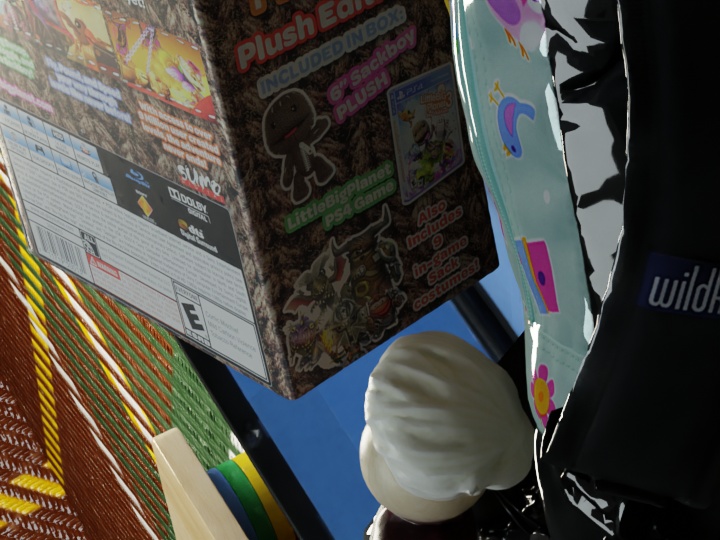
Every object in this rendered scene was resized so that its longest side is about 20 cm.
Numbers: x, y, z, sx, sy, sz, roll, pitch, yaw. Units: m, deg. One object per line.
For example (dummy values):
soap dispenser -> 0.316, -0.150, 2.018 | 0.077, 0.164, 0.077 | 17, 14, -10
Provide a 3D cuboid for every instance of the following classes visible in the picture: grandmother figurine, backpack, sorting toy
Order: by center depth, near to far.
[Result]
backpack -> 0.082, -0.051, 0.505 | 0.127, 0.167, 0.200 | -146, 39, -69
grandmother figurine -> 0.014, 0.113, 0.804 | 0.121, 0.060, 0.200 | -100, 15, -64
sorting toy -> -0.044, 0.213, 1.635 | 0.200, 0.070, 0.199 | 55, 164, 34

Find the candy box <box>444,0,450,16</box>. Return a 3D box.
candy box -> 0.073, -0.089, 0.666 | 0.117, 0.056, 0.200 | 69, 167, -21

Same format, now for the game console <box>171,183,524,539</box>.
game console -> 0.000, 0.000, 0.971 | 0.200, 0.118, 0.171 | 55, 164, 30

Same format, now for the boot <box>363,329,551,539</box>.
boot -> 0.103, 0.079, 0.838 | 0.165, 0.066, 0.200 | 26, 144, -6

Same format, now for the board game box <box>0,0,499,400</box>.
board game box -> -0.055, -0.084, 0.877 | 0.159, 0.097, 0.200 | 27, 139, 44
